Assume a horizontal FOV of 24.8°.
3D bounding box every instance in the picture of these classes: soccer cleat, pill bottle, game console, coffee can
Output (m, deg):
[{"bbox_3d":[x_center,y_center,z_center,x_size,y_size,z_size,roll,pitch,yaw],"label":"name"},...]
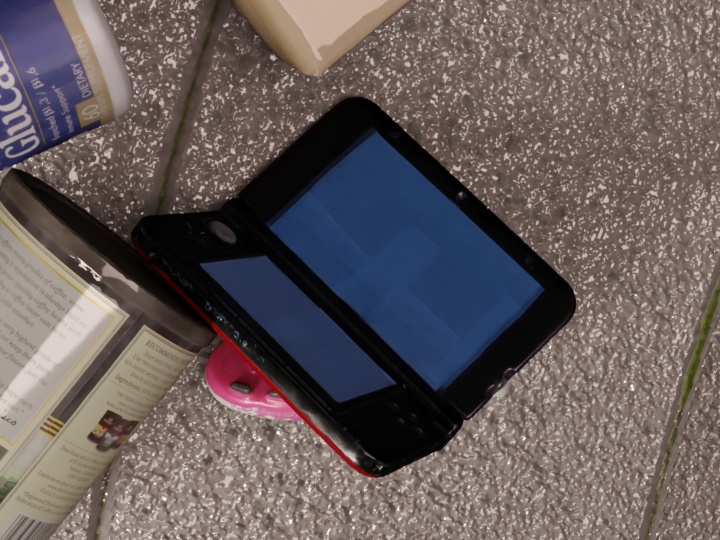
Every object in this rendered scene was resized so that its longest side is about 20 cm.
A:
[{"bbox_3d":[0.005,0.069,1.026,0.199,0.070,0.087,-7,145,-1],"label":"soccer cleat"},{"bbox_3d":[-0.235,-0.097,0.890,0.199,0.111,0.111,-26,107,-12],"label":"pill bottle"},{"bbox_3d":[0.000,0.000,0.939,0.200,0.172,0.119,43,108,15],"label":"game console"},{"bbox_3d":[-0.197,0.066,0.908,0.146,0.146,0.200,39,91,-21],"label":"coffee can"}]

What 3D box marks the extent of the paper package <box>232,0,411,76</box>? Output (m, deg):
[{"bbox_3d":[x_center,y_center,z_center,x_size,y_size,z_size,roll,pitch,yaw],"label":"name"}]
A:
[{"bbox_3d":[-0.021,-0.245,0.939,0.190,0.103,0.200,-39,110,-8],"label":"paper package"}]
